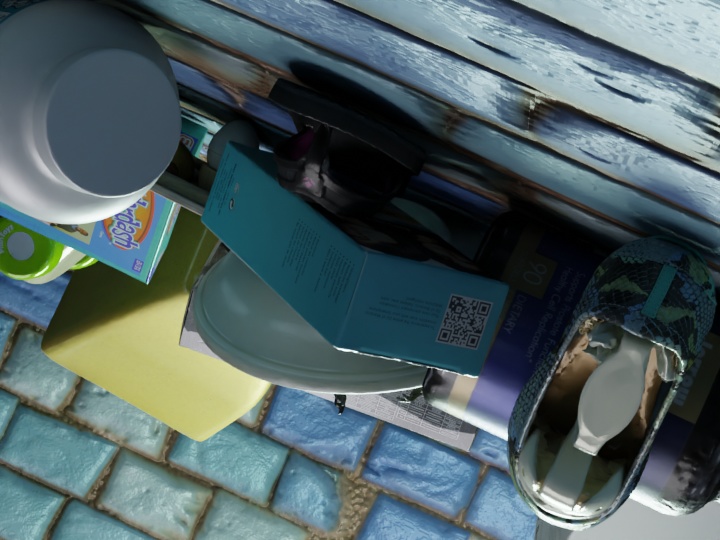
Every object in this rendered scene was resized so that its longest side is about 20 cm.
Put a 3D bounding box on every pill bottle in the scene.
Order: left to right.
[{"bbox_3d":[-0.162,-0.085,0.931,0.110,0.111,0.200,27,176,-31],"label":"pill bottle"},{"bbox_3d":[0.142,0.057,0.941,0.199,0.112,0.112,24,177,7],"label":"pill bottle"}]

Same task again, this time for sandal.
[{"bbox_3d":[-0.007,-0.049,0.889,0.075,0.048,0.200,25,178,8],"label":"sandal"}]

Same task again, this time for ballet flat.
[{"bbox_3d":[0.105,0.070,0.844,0.074,0.074,0.201,24,135,11],"label":"ballet flat"}]

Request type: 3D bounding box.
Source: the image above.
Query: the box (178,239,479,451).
[{"bbox_3d":[-0.001,0.024,1.191,0.199,0.049,0.159,20,-149,4],"label":"box"}]

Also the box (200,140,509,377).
[{"bbox_3d":[-0.009,-0.010,0.926,0.082,0.049,0.200,13,-167,-28],"label":"box"}]

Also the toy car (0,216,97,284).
[{"bbox_3d":[-0.265,-0.106,1.460,0.200,0.158,0.164,50,-173,2],"label":"toy car"}]

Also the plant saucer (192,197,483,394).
[{"bbox_3d":[0.000,0.000,1.065,0.199,0.051,0.200,-1,-151,1],"label":"plant saucer"}]

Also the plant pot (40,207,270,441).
[{"bbox_3d":[-0.146,0.017,1.707,0.194,0.196,0.200,32,150,-23],"label":"plant pot"}]

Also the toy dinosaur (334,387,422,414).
[{"bbox_3d":[0.016,0.037,1.092,0.088,0.048,0.200,-16,-146,-10],"label":"toy dinosaur"}]

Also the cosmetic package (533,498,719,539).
[{"bbox_3d":[0.184,0.137,1.119,0.107,0.085,0.201,17,136,-3],"label":"cosmetic package"}]

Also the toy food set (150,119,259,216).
[{"bbox_3d":[-0.132,-0.095,1.138,0.199,0.061,0.144,27,-172,-8],"label":"toy food set"}]

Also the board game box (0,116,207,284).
[{"bbox_3d":[-0.220,-0.085,1.299,0.199,0.045,0.152,26,143,-3],"label":"board game box"}]
